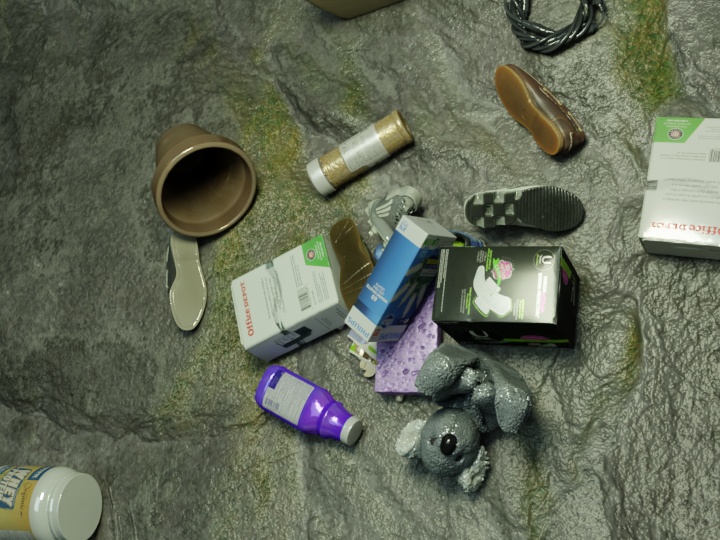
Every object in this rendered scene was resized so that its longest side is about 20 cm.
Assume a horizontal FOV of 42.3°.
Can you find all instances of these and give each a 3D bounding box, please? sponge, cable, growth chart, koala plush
[{"bbox_3d":[0.082,0.106,1.560,0.110,0.030,0.204,-4,73,23],"label":"sponge"},{"bbox_3d":[0.333,-0.478,1.646,0.162,0.051,0.203,-30,66,19],"label":"cable"},{"bbox_3d":[0.044,0.115,1.600,0.145,0.018,0.200,-47,61,5],"label":"growth chart"},{"bbox_3d":[0.156,0.232,1.443,0.175,0.184,0.203,22,100,7],"label":"koala plush"}]

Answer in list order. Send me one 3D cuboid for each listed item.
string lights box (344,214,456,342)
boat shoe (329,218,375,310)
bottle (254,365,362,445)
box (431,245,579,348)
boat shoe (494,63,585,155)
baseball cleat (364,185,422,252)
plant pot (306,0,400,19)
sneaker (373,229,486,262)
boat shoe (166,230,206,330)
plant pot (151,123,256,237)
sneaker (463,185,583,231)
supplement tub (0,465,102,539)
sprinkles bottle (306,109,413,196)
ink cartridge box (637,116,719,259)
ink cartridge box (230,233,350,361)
[{"bbox_3d":[0.064,0.015,1.492,0.059,0.102,0.202,37,109,28],"label":"string lights box"},{"bbox_3d":[0.000,0.000,1.617,0.072,0.065,0.203,-26,54,19],"label":"boat shoe"},{"bbox_3d":[-0.087,0.235,1.594,0.198,0.065,0.085,23,84,29],"label":"bottle"},{"bbox_3d":[0.231,0.042,1.460,0.196,0.148,0.127,1,72,26],"label":"box"},{"bbox_3d":[0.304,-0.277,1.584,0.069,0.071,0.202,-19,63,-24],"label":"boat shoe"},{"bbox_3d":[0.060,-0.096,1.584,0.106,0.070,0.201,-34,25,6],"label":"baseball cleat"},{"bbox_3d":[-0.009,-0.595,1.763,0.196,0.177,0.204,-14,68,21],"label":"plant pot"},{"bbox_3d":[0.110,-0.040,1.578,0.197,0.089,0.080,-5,71,26],"label":"sneaker"},{"bbox_3d":[-0.341,0.021,1.800,0.063,0.071,0.204,145,122,-60],"label":"boat shoe"},{"bbox_3d":[-0.318,-0.196,1.789,0.200,0.200,0.175,-43,45,6],"label":"plant pot"},{"bbox_3d":[0.267,-0.108,1.540,0.196,0.089,0.076,4,100,2],"label":"sneaker"},{"bbox_3d":[-0.594,0.436,1.721,0.196,0.144,0.148,-4,71,23],"label":"supplement tub"},{"bbox_3d":[-0.002,-0.214,1.699,0.198,0.068,0.069,-30,63,13],"label":"sprinkles bottle"},{"bbox_3d":[0.514,-0.124,1.419,0.144,0.084,0.204,7,77,27],"label":"ink cartridge box"},{"bbox_3d":[-0.120,0.051,1.652,0.197,0.083,0.149,-25,57,16],"label":"ink cartridge box"}]
